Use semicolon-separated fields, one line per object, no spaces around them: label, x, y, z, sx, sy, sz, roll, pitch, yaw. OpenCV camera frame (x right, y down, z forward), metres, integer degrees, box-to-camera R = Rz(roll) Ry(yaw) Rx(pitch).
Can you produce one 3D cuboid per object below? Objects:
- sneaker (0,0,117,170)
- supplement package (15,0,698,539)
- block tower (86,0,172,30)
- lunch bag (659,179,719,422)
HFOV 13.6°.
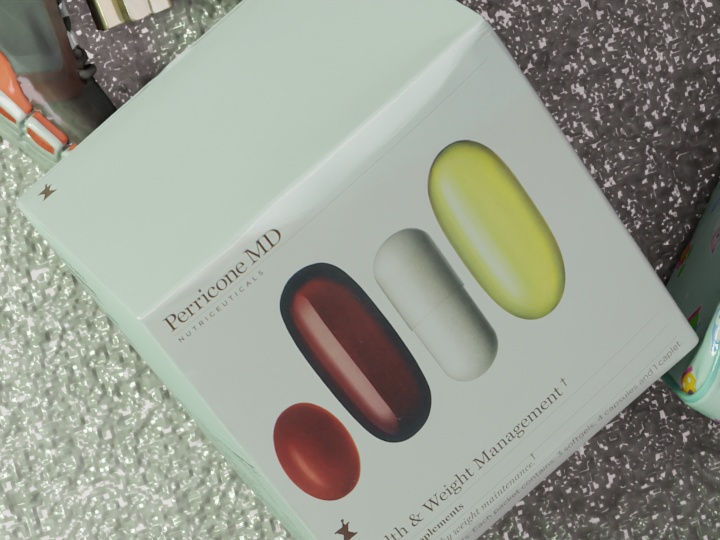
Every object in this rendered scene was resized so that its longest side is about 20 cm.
sneaker;-0.150;-0.112;1.328;0.200;0.077;0.082;44;79;-12
supplement package;0.000;0.000;1.296;0.191;0.147;0.200;-42;124;-6
block tower;-0.032;-0.166;1.356;0.199;0.054;0.058;-23;99;-9
lunch bag;0.207;-0.023;1.364;0.077;0.160;0.201;27;94;-7
